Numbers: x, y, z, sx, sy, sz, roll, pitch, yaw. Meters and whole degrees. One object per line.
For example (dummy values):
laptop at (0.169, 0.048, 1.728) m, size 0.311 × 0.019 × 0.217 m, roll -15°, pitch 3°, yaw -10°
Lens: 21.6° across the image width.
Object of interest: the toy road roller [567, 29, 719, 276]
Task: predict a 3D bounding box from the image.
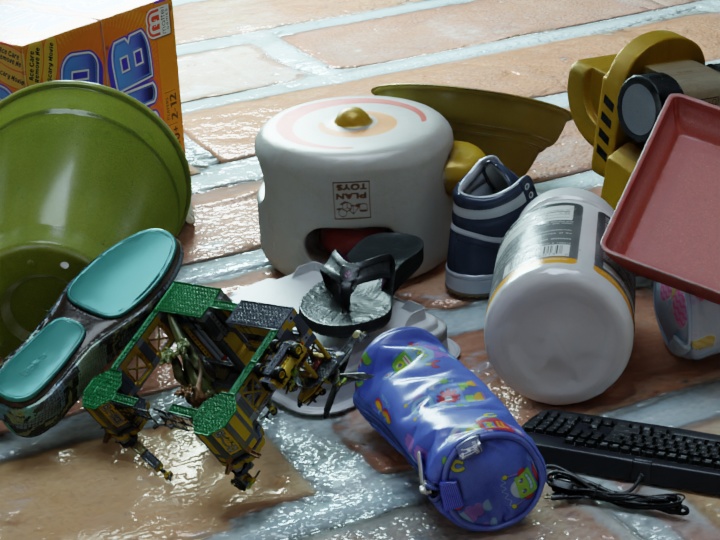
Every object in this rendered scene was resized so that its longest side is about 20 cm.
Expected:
toy road roller at (0.250, -0.110, 1.648) m, size 0.122 × 0.202 × 0.146 m, roll -11°, pitch 30°, yaw -32°

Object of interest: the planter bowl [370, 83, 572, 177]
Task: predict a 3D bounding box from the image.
planter bowl at (0.102, -0.121, 1.817) m, size 0.198 × 0.085 × 0.200 m, roll 8°, pitch -3°, yaw 0°

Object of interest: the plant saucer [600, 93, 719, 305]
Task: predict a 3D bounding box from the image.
plant saucer at (0.304, -0.036, 1.468) m, size 0.198 × 0.037 × 0.200 m, roll 21°, pitch 48°, yaw 11°

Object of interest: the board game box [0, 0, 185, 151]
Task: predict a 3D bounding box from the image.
board game box at (-0.313, -0.162, 1.853) m, size 0.198 × 0.202 × 0.199 m, roll 15°, pitch 29°, yaw 37°

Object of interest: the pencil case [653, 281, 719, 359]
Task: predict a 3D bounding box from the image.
pencil case at (0.335, 0.017, 1.512) m, size 0.198 × 0.092 × 0.083 m, roll -7°, pitch -4°, yaw -11°

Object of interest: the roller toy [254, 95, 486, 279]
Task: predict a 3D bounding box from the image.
roller toy at (-0.002, -0.079, 1.700) m, size 0.181 × 0.141 × 0.199 m, roll -23°, pitch 31°, yaw -37°

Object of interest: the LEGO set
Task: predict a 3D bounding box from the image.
LEGO set at (-0.094, 0.097, 1.387) m, size 0.198 × 0.116 × 0.155 m, roll -1°, pitch 48°, yaw 41°

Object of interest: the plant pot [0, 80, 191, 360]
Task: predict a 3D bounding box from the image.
plant pot at (-0.247, -0.022, 1.566) m, size 0.198 × 0.202 × 0.194 m, roll -2°, pitch 34°, yaw 3°

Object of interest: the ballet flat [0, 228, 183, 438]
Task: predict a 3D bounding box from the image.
ballet flat at (-0.206, 0.050, 1.434) m, size 0.074 × 0.075 × 0.200 m, roll 17°, pitch 51°, yaw 40°

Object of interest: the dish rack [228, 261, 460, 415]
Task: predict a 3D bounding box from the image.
dish rack at (-0.036, 0.047, 1.539) m, size 0.171 × 0.044 × 0.199 m, roll -21°, pitch 29°, yaw -36°

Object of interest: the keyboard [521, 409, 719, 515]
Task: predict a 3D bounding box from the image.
keyboard at (0.201, 0.136, 1.333) m, size 0.198 × 0.021 × 0.127 m, roll 6°, pitch 25°, yaw 23°

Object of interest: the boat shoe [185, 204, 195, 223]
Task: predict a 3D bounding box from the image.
boat shoe at (-0.197, -0.071, 1.746) m, size 0.061 × 0.076 × 0.200 m, roll -24°, pitch -4°, yaw 4°

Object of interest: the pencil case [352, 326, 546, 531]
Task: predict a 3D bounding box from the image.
pencil case at (0.056, 0.111, 1.334) m, size 0.086 × 0.079 × 0.200 m, roll -12°, pitch 25°, yaw -16°

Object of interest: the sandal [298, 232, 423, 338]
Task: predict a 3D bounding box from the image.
sandal at (-0.001, 0.000, 1.527) m, size 0.074 × 0.049 × 0.201 m, roll 3°, pitch 23°, yaw 15°

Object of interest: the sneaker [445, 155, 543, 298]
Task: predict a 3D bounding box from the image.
sneaker at (0.161, -0.052, 1.656) m, size 0.198 × 0.110 × 0.070 m, roll -16°, pitch 27°, yaw -28°

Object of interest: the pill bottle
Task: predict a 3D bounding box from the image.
pill bottle at (0.161, 0.013, 1.499) m, size 0.115 × 0.118 × 0.200 m, roll 1°, pitch 23°, yaw 9°
